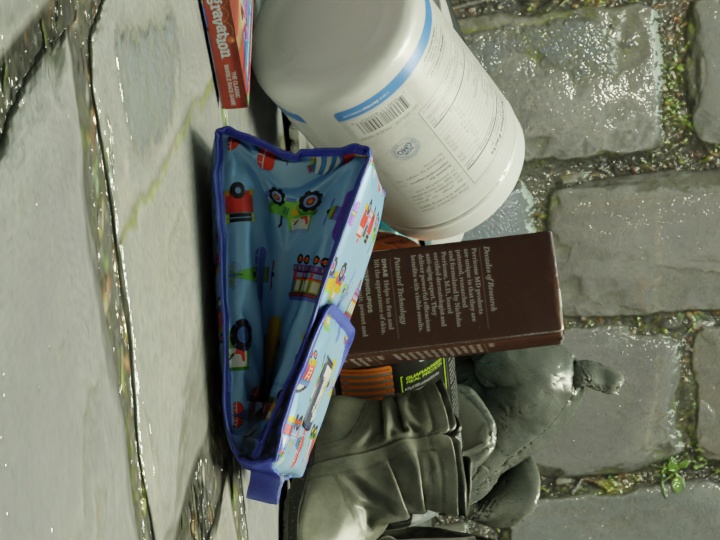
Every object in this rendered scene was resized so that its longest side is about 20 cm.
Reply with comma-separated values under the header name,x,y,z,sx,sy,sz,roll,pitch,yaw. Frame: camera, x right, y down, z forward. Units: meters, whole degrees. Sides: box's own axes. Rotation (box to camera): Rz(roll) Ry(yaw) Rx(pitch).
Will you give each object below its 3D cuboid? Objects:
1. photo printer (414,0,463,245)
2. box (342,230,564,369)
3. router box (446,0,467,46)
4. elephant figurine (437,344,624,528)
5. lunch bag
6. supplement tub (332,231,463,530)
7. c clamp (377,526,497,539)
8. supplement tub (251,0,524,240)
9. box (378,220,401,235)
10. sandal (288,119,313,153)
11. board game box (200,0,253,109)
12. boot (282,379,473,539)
name,x,y,z,sx,sy,sz,roll,pitch,yaw
photo printer,0.047,-0.110,1.820,0.166,0.069,0.201,66,21,-75
box,0.035,0.023,1.499,0.100,0.199,0.075,54,31,-82
router box,0.045,-0.145,1.990,0.149,0.051,0.201,-27,-99,51
elephant figurine,0.087,0.142,1.796,0.201,0.141,0.155,-62,-168,-14
lunch bag,-0.047,0.032,1.286,0.151,0.094,0.201,62,36,-83
supplement tub,0.011,0.081,1.661,0.123,0.122,0.201,-88,173,-61
c clamp,0.023,0.206,1.707,0.200,0.170,0.027,163,-75,-79
supplement tub,0.021,-0.123,1.584,0.200,0.131,0.133,47,34,-50
box,0.000,0.000,1.764,0.200,0.082,0.049,85,18,-58
sandal,-0.026,-0.069,1.809,0.083,0.049,0.203,-90,174,-47
board game box,-0.081,-0.205,1.389,0.103,0.019,0.201,80,7,-45
boot,0.014,0.165,1.531,0.068,0.130,0.201,78,8,-59
